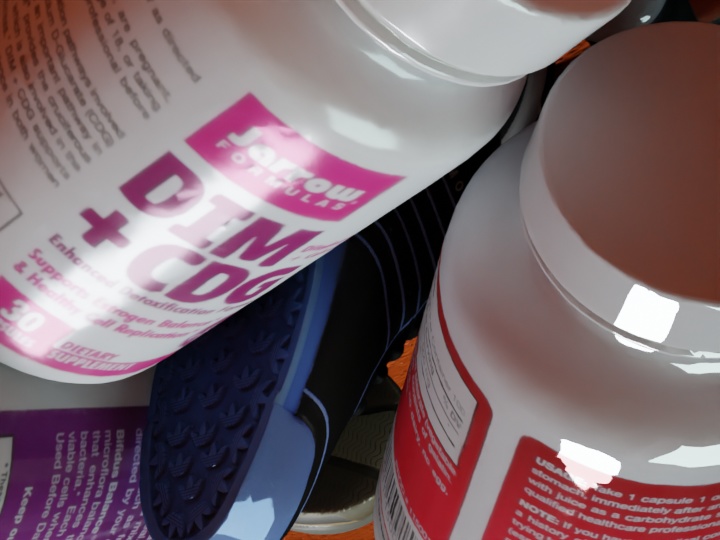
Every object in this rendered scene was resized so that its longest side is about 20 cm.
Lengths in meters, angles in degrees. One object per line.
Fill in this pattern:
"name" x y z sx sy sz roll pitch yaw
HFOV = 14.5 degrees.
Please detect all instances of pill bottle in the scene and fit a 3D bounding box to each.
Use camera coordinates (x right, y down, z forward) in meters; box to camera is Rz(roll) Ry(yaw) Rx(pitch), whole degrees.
"pill bottle" 0.070 0.027 0.760 0.112 0.112 0.200 -18 152 -20
"pill bottle" -0.029 -0.058 0.720 0.113 0.114 0.200 -9 162 -47
"pill bottle" -0.112 0.043 0.831 0.112 0.112 0.200 -29 164 30

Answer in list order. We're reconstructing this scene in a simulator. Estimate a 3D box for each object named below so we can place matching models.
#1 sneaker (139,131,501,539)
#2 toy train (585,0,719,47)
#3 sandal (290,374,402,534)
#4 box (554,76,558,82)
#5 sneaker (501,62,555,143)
"sneaker" 0.000 0.000 0.822 0.078 0.200 0.070 30 156 -32
"toy train" 0.134 -0.095 0.917 0.114 0.085 0.200 -28 166 24
"sandal" -0.052 0.040 0.966 0.082 0.200 0.055 -59 141 -13
"box" 0.153 0.007 1.123 0.196 0.200 0.124 -25 168 12
"sneaker" -0.032 -0.039 0.902 0.200 0.072 0.083 -25 167 15
